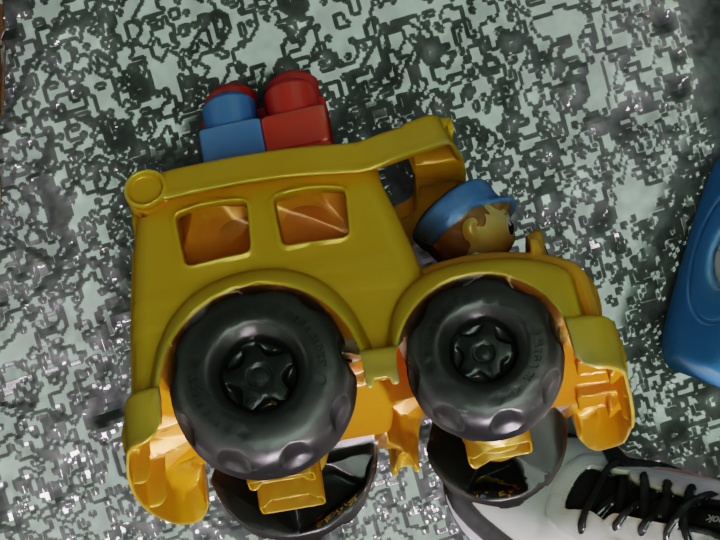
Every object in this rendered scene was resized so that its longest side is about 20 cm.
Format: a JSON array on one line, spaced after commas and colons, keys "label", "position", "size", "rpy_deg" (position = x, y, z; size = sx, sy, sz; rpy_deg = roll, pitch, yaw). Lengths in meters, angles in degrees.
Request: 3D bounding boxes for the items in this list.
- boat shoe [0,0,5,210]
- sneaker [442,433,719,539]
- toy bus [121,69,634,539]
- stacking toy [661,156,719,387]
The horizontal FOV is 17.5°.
[{"label": "boat shoe", "position": [-0.181, -0.068, 0.951], "size": [0.071, 0.068, 0.202], "rpy_deg": [0, 97, -9]}, {"label": "sneaker", "position": [0.129, 0.106, 0.981], "size": [0.199, 0.080, 0.074], "rpy_deg": [19, 63, 12]}, {"label": "toy bus", "position": [0.000, 0.000, 0.948], "size": [0.199, 0.136, 0.193], "rpy_deg": [-8, 68, 3]}, {"label": "stacking toy", "position": [0.242, 0.020, 1.012], "size": [0.199, 0.116, 0.110], "rpy_deg": [17, 92, -21]}]
